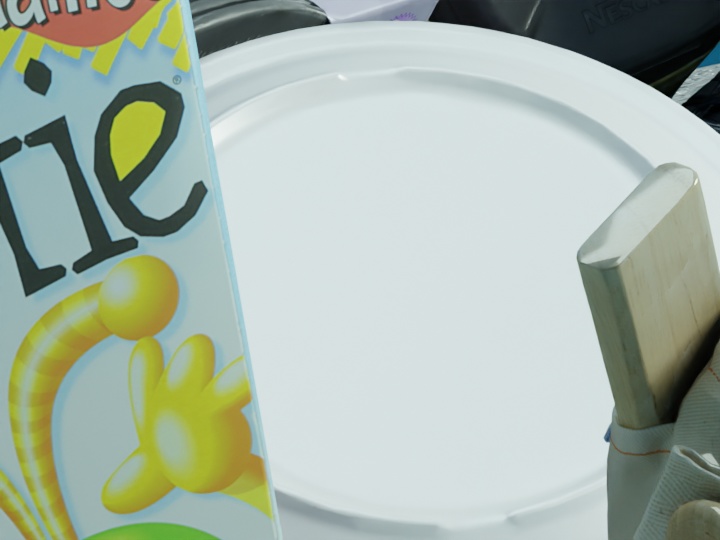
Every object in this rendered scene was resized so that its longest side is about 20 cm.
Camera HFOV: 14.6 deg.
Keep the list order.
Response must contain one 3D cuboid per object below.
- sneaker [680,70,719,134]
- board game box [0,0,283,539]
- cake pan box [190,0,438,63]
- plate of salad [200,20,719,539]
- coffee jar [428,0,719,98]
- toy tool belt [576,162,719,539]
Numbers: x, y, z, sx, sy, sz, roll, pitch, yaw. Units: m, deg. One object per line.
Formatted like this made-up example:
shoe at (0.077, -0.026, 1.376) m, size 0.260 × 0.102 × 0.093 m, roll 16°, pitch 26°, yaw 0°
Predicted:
sneaker at (0.126, -0.044, 0.917) m, size 0.074 × 0.081 × 0.200 m, roll 31°, pitch 24°, yaw 19°
board game box at (-0.078, 0.030, 0.459) m, size 0.103 × 0.200 × 0.105 m, roll -13°, pitch 10°, yaw -19°
cake pan box at (-0.085, -0.014, 0.799) m, size 0.184 × 0.052 × 0.200 m, roll -22°, pitch -28°, yaw -48°
plate of salad at (0.014, 0.017, 0.678) m, size 0.200 × 0.048 × 0.200 m, roll 2°, pitch 49°, yaw -2°
coffee jar at (0.060, -0.071, 0.965) m, size 0.104 × 0.085 × 0.200 m, roll -24°, pitch -15°, yaw -18°
toy tool belt at (0.125, 0.024, 0.517) m, size 0.200 × 0.123 × 0.125 m, roll -16°, pitch 12°, yaw -33°
